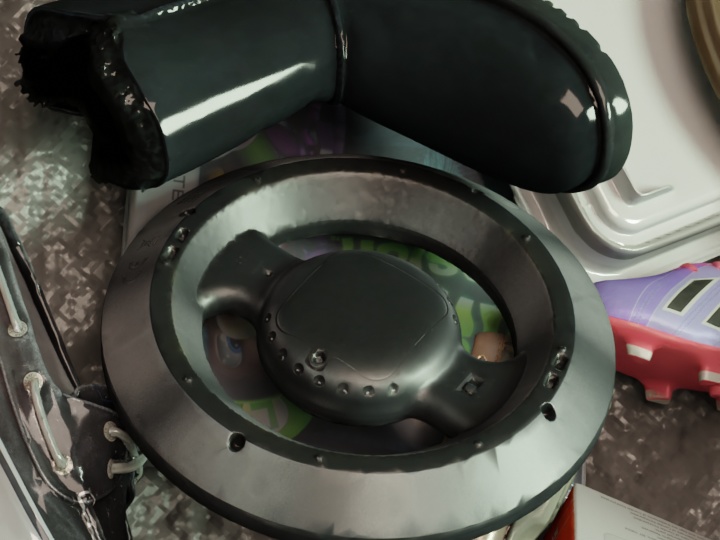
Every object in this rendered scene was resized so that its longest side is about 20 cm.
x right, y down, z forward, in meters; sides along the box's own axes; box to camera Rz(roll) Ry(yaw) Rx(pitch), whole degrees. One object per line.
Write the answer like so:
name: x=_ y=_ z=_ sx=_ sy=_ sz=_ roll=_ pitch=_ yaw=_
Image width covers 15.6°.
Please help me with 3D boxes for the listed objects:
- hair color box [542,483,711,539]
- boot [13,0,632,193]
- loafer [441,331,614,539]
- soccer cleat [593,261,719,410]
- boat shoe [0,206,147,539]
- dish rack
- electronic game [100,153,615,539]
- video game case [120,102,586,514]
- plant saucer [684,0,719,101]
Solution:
hair color box: x=0.117 y=0.171 z=0.983 sx=0.110 sy=0.200 sz=0.064 roll=23 pitch=113 yaw=-7
boot: x=-0.018 y=-0.065 z=1.017 sx=0.168 sy=0.077 sz=0.200 roll=-27 pitch=47 yaw=-34
loafer: x=0.028 y=0.118 z=1.033 sx=0.063 sy=0.072 sz=0.201 roll=29 pitch=78 yaw=7
soccer cleat: x=0.175 y=0.021 z=1.101 sx=0.199 sy=0.067 sz=0.077 roll=11 pitch=75 yaw=-18
boat shoe: x=-0.114 y=0.069 z=1.007 sx=0.068 sy=0.072 sz=0.201 roll=-29 pitch=75 yaw=1
dish rack: x=0.118 y=-0.103 z=1.124 sx=0.171 sy=0.044 sz=0.201 roll=-20 pitch=79 yaw=-31
electronic game: x=-0.001 y=0.027 z=1.012 sx=0.198 sy=0.042 sz=0.201 roll=4 pitch=46 yaw=-4
video game case: x=0.000 y=0.000 z=1.089 sx=0.199 sy=0.023 sz=0.183 roll=8 pitch=72 yaw=-13
plant saucer: x=0.225 y=-0.100 z=1.140 sx=0.199 sy=0.029 sz=0.201 roll=17 pitch=56 yaw=-28
